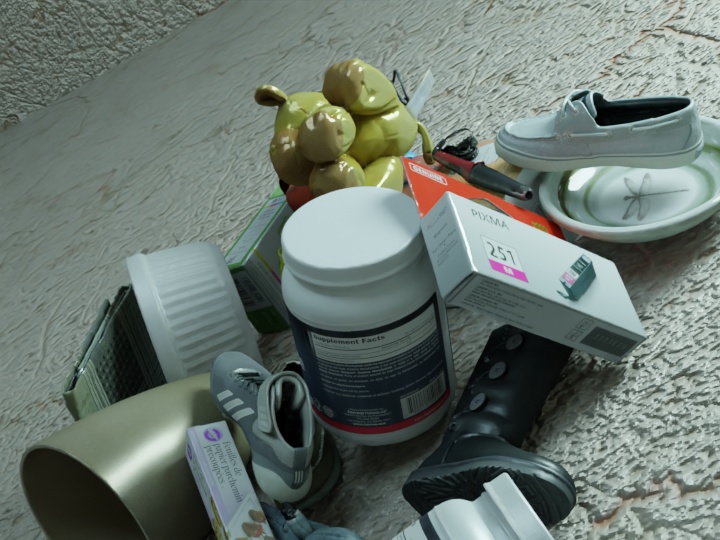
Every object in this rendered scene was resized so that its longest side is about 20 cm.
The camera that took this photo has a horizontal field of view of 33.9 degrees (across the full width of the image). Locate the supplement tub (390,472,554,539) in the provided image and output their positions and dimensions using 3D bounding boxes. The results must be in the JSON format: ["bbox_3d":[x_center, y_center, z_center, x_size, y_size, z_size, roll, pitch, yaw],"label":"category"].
[{"bbox_3d":[0.051,0.241,0.772,0.200,0.141,0.140,-36,24,0],"label":"supplement tub"}]

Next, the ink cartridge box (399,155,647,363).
[{"bbox_3d":[0.137,-0.021,1.005,0.044,0.199,0.174,-47,38,32],"label":"ink cartridge box"}]

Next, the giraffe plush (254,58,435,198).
[{"bbox_3d":[-0.033,-0.145,1.248,0.161,0.173,0.200,5,38,37],"label":"giraffe plush"}]

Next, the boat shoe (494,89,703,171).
[{"bbox_3d":[0.223,-0.141,1.124,0.200,0.072,0.070,2,38,21],"label":"boat shoe"}]

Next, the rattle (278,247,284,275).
[{"bbox_3d":[0.000,0.000,1.327,0.142,0.131,0.200,0,-8,-26],"label":"rattle"}]

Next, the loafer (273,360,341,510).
[{"bbox_3d":[-0.065,0.159,1.154,0.075,0.070,0.200,-30,25,13],"label":"loafer"}]

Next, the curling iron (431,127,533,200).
[{"bbox_3d":[0.121,-0.104,1.176,0.049,0.026,0.200,-39,25,-1],"label":"curling iron"}]

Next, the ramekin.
[{"bbox_3d":[-0.182,0.063,1.333,0.104,0.201,0.200,-20,23,-8],"label":"ramekin"}]

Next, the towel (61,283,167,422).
[{"bbox_3d":[-0.262,0.142,1.291,0.034,0.201,0.193,-4,34,15],"label":"towel"}]

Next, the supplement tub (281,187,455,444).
[{"bbox_3d":[0.008,0.042,1.058,0.139,0.201,0.141,-7,35,5],"label":"supplement tub"}]

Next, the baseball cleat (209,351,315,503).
[{"bbox_3d":[-0.083,0.116,1.078,0.069,0.107,0.200,-4,35,-28],"label":"baseball cleat"}]

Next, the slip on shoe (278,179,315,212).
[{"bbox_3d":[-0.053,-0.085,1.379,0.061,0.074,0.200,-31,23,-4],"label":"slip on shoe"}]

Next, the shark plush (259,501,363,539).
[{"bbox_3d":[-0.033,0.220,0.987,0.091,0.083,0.200,-39,25,-7],"label":"shark plush"}]

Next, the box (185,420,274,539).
[{"bbox_3d":[-0.105,0.220,1.026,0.038,0.042,0.200,-10,47,-22],"label":"box"}]

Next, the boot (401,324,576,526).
[{"bbox_3d":[0.140,0.116,0.982,0.164,0.066,0.200,-8,32,44],"label":"boot"}]

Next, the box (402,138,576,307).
[{"bbox_3d":[0.117,-0.051,1.246,0.199,0.107,0.153,-8,37,46],"label":"box"}]

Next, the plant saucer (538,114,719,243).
[{"bbox_3d":[0.273,-0.078,1.131,0.199,0.050,0.201,-16,33,11],"label":"plant saucer"}]

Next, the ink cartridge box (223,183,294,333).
[{"bbox_3d":[-0.091,-0.028,1.481,0.059,0.104,0.200,-13,33,40],"label":"ink cartridge box"}]

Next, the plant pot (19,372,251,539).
[{"bbox_3d":[-0.196,0.194,1.167,0.187,0.188,0.200,-9,22,45],"label":"plant pot"}]

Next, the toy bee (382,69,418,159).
[{"bbox_3d":[0.014,-0.128,1.386,0.108,0.201,0.131,-21,20,-5],"label":"toy bee"}]
